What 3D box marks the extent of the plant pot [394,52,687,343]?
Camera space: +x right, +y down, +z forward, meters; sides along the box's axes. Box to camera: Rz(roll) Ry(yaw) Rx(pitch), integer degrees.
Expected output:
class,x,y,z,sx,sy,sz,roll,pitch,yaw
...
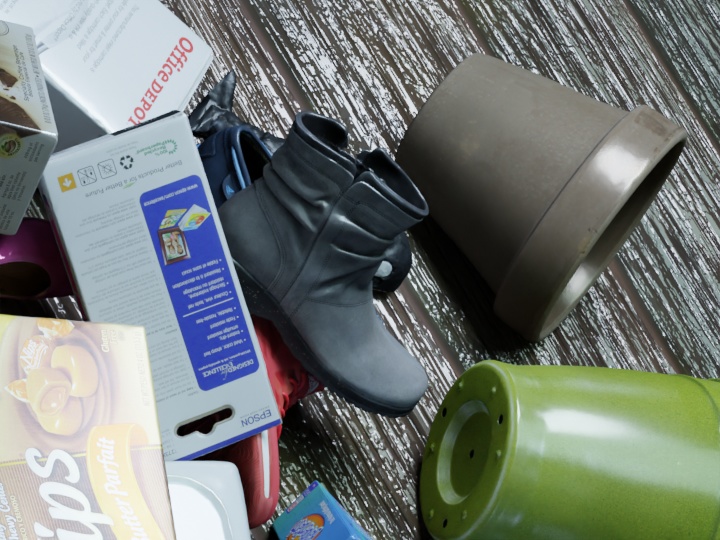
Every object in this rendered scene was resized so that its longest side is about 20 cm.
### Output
class,x,y,z,sx,sy,sz,roll,pitch,yaw
plant pot,0.126,-0.074,1.685,0.174,0.201,0.200,38,34,10

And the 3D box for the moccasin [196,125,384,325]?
class,x,y,z,sx,sy,sz,roll,pitch,yaw
moccasin,-0.046,-0.010,1.511,0.200,0.068,0.081,48,41,-7

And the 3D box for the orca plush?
class,x,y,z,sx,sy,sz,roll,pitch,yaw
orca plush,-0.027,-0.070,1.586,0.200,0.071,0.105,50,35,-3

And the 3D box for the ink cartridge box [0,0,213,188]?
class,x,y,z,sx,sy,sz,roll,pitch,yaw
ink cartridge box,-0.211,-0.153,1.437,0.200,0.086,0.147,43,36,-15

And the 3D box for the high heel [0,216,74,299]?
class,x,y,z,sx,sy,sz,roll,pitch,yaw
high heel,-0.230,0.018,1.293,0.199,0.067,0.097,8,58,-35

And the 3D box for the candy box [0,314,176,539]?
class,x,y,z,sx,sy,sz,roll,pitch,yaw
candy box,-0.166,0.122,1.203,0.115,0.055,0.201,5,53,-24

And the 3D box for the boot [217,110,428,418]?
class,x,y,z,sx,sy,sz,roll,pitch,yaw
boot,0.000,0.000,1.404,0.200,0.132,0.070,38,23,-24

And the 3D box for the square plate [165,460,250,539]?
class,x,y,z,sx,sy,sz,roll,pitch,yaw
square plate,-0.137,0.187,1.228,0.197,0.028,0.201,5,53,-28

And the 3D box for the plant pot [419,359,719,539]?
class,x,y,z,sx,sy,sz,roll,pitch,yaw
plant pot,0.151,0.149,1.514,0.192,0.201,0.201,17,46,-23

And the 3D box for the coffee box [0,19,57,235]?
class,x,y,z,sx,sy,sz,roll,pitch,yaw
coffee box,-0.285,-0.101,1.258,0.199,0.080,0.113,11,36,-27

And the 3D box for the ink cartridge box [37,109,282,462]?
class,x,y,z,sx,sy,sz,roll,pitch,yaw
ink cartridge box,-0.121,0.014,1.317,0.094,0.037,0.201,-20,100,-15

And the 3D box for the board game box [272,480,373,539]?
class,x,y,z,sx,sy,sz,roll,pitch,yaw
board game box,0.020,0.209,1.322,0.152,0.045,0.200,47,-2,-7

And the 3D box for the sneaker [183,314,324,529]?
class,x,y,z,sx,sy,sz,roll,pitch,yaw
sneaker,-0.053,0.082,1.420,0.115,0.078,0.201,18,48,-37
